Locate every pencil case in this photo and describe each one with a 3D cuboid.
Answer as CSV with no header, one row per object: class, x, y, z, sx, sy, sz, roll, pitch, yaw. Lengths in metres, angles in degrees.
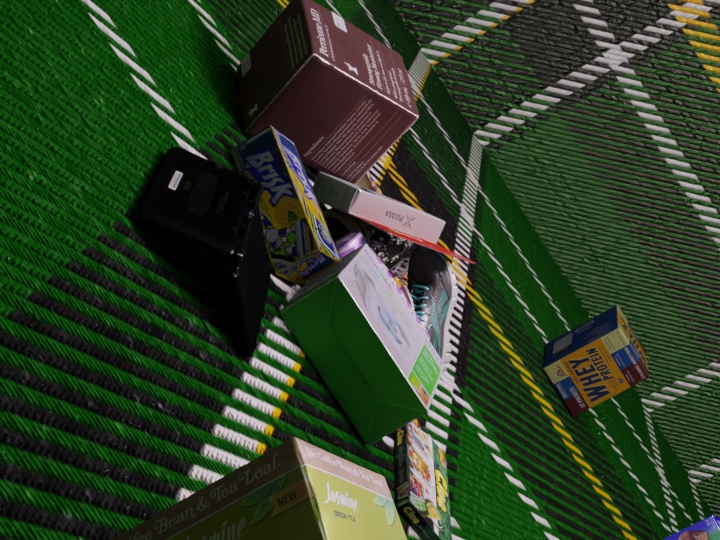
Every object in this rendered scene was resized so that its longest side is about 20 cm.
pencil case,0.015,0.043,1.618,0.200,0.085,0.084,58,23,-8

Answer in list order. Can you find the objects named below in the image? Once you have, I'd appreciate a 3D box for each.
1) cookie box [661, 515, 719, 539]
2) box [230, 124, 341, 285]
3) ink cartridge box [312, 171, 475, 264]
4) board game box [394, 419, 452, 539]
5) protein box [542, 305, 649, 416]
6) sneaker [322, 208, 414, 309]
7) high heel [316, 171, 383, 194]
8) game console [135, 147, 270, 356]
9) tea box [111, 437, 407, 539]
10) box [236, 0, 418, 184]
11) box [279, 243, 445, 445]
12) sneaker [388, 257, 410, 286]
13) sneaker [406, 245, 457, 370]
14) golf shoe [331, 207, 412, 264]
cookie box,0.656,0.608,2.343,0.075,0.200,0.171,32,31,-56
box,-0.098,-0.086,1.529,0.064,0.070,0.200,33,31,-59
ink cartridge box,0.053,-0.075,1.688,0.200,0.044,0.174,17,6,-46
board game box,0.081,0.271,1.526,0.105,0.023,0.200,55,16,-24
protein box,0.540,0.205,2.713,0.135,0.199,0.200,57,16,-6
sneaker,0.000,0.000,1.682,0.200,0.075,0.090,55,13,18
high heel,-0.006,-0.130,1.887,0.143,0.071,0.200,57,9,3
game console,-0.168,-0.026,1.309,0.176,0.116,0.200,24,24,-10
tea box,-0.064,0.253,0.793,0.134,0.200,0.197,36,27,-53
box,-0.051,-0.259,1.720,0.200,0.164,0.166,26,34,-33
box,0.006,0.090,1.493,0.200,0.097,0.176,57,18,-5
sneaker,0.065,0.023,1.822,0.078,0.077,0.200,58,18,-12
sneaker,0.091,0.065,1.723,0.091,0.078,0.200,-17,106,-57
golf shoe,0.021,-0.067,1.857,0.088,0.077,0.200,58,14,23
